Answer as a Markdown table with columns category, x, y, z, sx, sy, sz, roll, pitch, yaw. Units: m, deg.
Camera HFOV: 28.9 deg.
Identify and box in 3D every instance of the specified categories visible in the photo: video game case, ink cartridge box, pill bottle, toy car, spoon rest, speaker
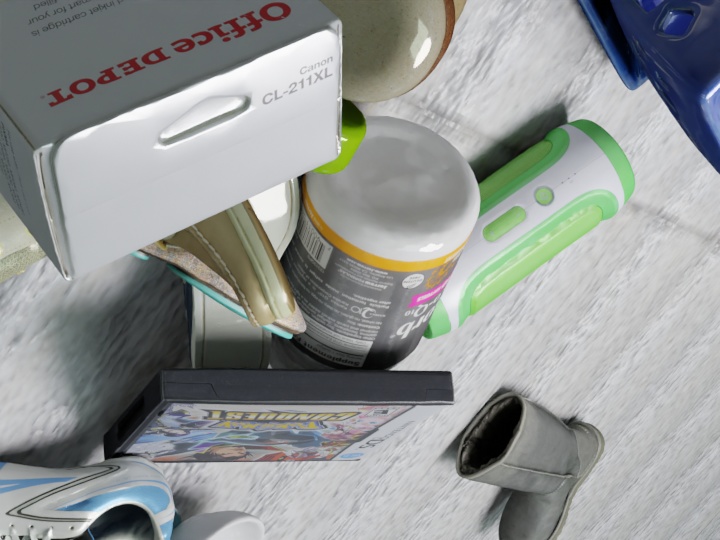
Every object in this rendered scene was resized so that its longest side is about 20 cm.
| category | x | y | z | sx | sy | sz | roll | pitch | yaw |
| --- | --- | --- | --- | --- | --- | --- | --- | --- | --- |
| video game case | -0.061 | 0.103 | 0.965 | 0.200 | 0.026 | 0.181 | 2 | 160 | -21 |
| ink cartridge box | -0.121 | -0.108 | 0.637 | 0.146 | 0.200 | 0.083 | -26 | 143 | -23 |
| pill bottle | 0.000 | 0.000 | 0.953 | 0.116 | 0.116 | 0.200 | -21 | 151 | -30 |
| toy car | 0.000 | -0.174 | 0.791 | 0.164 | 0.158 | 0.200 | -57 | 173 | 27 |
| spoon rest | -0.149 | 0.225 | 1.066 | 0.200 | 0.061 | 0.099 | 11 | 120 | -50 |
| speaker | 0.112 | -0.033 | 1.072 | 0.200 | 0.088 | 0.089 | -35 | 146 | -12 |

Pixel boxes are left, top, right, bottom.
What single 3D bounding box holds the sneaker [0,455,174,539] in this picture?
| category | x | y | z | sx | sy | sz | roll | pitch | yaw |
| --- | --- | --- | --- | --- | --- | --- | --- | --- | --- |
| sneaker | -0.223 | 0.171 | 0.946 | 0.200 | 0.073 | 0.072 | -5 | 135 | -21 |

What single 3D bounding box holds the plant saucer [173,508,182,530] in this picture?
| category | x | y | z | sx | sy | sz | roll | pitch | yaw |
| --- | --- | --- | --- | --- | --- | --- | --- | --- | --- |
| plant saucer | -0.229 | 0.235 | 1.071 | 0.200 | 0.027 | 0.200 | -27 | 143 | -23 |

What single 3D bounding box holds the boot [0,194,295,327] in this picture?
| category | x | y | z | sx | sy | sz | roll | pitch | yaw |
| --- | --- | --- | --- | --- | --- | --- | --- | --- | --- |
| boot | -0.142 | -0.022 | 0.725 | 0.155 | 0.200 | 0.072 | -36 | 169 | -8 |

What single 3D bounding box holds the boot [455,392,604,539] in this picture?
| category | x | y | z | sx | sy | sz | roll | pitch | yaw |
| --- | --- | --- | --- | --- | --- | --- | --- | --- | --- |
| boot | 0.157 | 0.212 | 1.410 | 0.200 | 0.073 | 0.182 | 14 | 104 | -60 |

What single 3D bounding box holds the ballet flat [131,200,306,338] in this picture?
| category | x | y | z | sx | sy | sz | roll | pitch | yaw |
| --- | --- | --- | --- | --- | --- | --- | --- | --- | --- |
| ballet flat | -0.103 | -0.027 | 0.814 | 0.200 | 0.068 | 0.067 | 28 | 92 | -26 |

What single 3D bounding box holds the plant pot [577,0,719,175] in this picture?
| category | x | y | z | sx | sy | sz | roll | pitch | yaw |
| --- | --- | --- | --- | --- | --- | --- | --- | --- | --- |
| plant pot | 0.268 | -0.191 | 0.969 | 0.200 | 0.180 | 0.200 | -46 | 147 | 3 |

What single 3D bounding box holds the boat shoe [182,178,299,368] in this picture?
| category | x | y | z | sx | sy | sz | roll | pitch | yaw |
| --- | --- | --- | --- | --- | --- | --- | --- | --- | --- |
| boat shoe | -0.083 | -0.012 | 0.909 | 0.075 | 0.062 | 0.200 | -9 | 128 | -18 |
